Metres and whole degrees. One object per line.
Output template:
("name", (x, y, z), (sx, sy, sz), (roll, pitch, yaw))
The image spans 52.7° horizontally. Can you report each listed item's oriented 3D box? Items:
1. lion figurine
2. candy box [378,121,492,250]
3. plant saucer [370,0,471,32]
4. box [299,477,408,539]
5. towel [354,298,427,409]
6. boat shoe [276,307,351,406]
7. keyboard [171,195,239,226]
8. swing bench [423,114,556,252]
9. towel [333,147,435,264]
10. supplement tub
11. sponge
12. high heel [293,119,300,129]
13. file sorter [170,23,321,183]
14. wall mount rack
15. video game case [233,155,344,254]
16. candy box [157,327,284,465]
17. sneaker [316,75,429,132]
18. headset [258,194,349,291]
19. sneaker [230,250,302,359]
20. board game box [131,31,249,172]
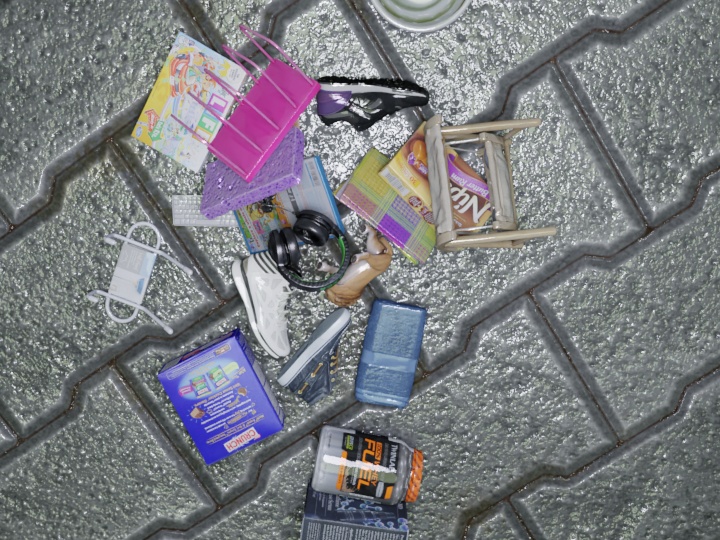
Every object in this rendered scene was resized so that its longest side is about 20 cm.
("lion figurine", (0.000, 0.000, 1.281), (0.199, 0.073, 0.122), (-31, 144, 32))
("candy box", (0.141, -0.147, 1.280), (0.200, 0.056, 0.117), (44, 69, -7))
("plant saucer", (0.102, -0.508, 1.234), (0.197, 0.050, 0.204), (0, 101, 0))
("box", (-0.014, 0.490, 1.384), (0.197, 0.149, 0.109), (8, 102, -2))
("towel", (0.056, 0.156, 1.368), (0.110, 0.049, 0.203), (11, 102, -2))
("boat shoe", (-0.063, 0.162, 1.358), (0.091, 0.071, 0.200), (39, 111, -11))
("keyboard", (-0.247, -0.109, 1.334), (0.197, 0.011, 0.057), (1, 101, 0))
("swing bench", (0.198, -0.141, 1.206), (0.197, 0.130, 0.202), (-3, 82, -16))
("towel", (0.059, -0.116, 1.287), (0.199, 0.023, 0.144), (38, 56, -8))
("supplement tub", (0.012, 0.370, 1.373), (0.197, 0.123, 0.124), (11, 101, -3))
("sponge", (-0.185, -0.165, 1.237), (0.198, 0.113, 0.030), (-18, 141, 26))
("high heel", (-0.107, -0.219, 1.280), (0.096, 0.067, 0.201), (-34, 96, 17))
("file sorter", (-0.195, -0.281, 1.197), (0.201, 0.139, 0.125), (-53, 140, 1))
("wall mount rack", (-0.398, 0.021, 1.327), (0.172, 0.075, 0.203), (20, 101, -4))
("video game case", (-0.137, -0.112, 1.282), (0.197, 0.018, 0.145), (-10, 111, 26))
("candy box", (-0.259, 0.238, 1.370), (0.167, 0.077, 0.202), (-25, 99, 4))
("sneaker", (0.021, -0.289, 1.277), (0.197, 0.076, 0.089), (4, 116, 3))
("headset", (-0.105, -0.051, 1.222), (0.123, 0.094, 0.201), (-35, 79, -19))
("sneaker", (-0.149, 0.059, 1.323), (0.114, 0.076, 0.203), (-20, 99, 20))
("board game box", (-0.300, -0.295, 1.284), (0.133, 0.034, 0.202), (28, 100, -6))
